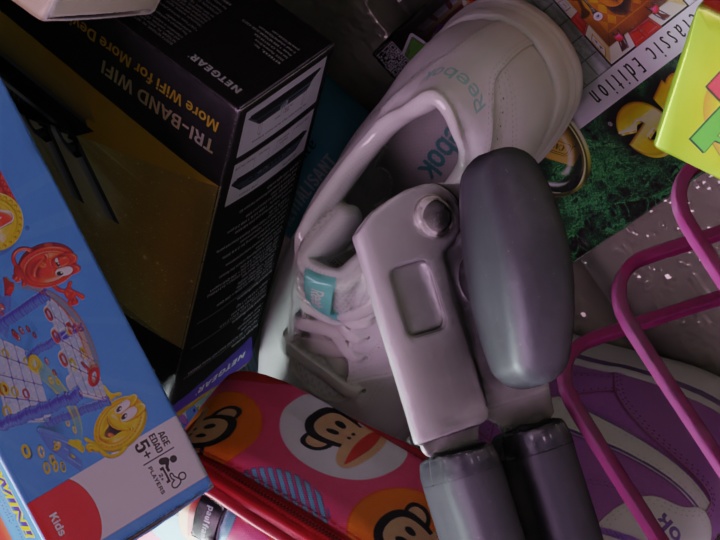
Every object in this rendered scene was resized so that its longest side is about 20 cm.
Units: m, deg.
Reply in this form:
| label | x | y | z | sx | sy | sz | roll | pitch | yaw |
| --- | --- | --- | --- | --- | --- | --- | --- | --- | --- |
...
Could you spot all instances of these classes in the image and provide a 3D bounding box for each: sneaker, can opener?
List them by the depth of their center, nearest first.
| label | x | y | z | sx | sy | sz | roll | pitch | yaw |
| --- | --- | --- | --- | --- | --- | --- | --- | --- | --- |
| can opener | 0.048 | 0.065 | 0.848 | 0.066 | 0.052 | 0.201 | -13 | 92 | 65 |
| sneaker | 0.000 | 0.000 | 0.928 | 0.075 | 0.088 | 0.201 | 33 | 124 | 13 |
| sneaker | 0.037 | 0.070 | 1.003 | 0.200 | 0.114 | 0.073 | 8 | 130 | 35 |

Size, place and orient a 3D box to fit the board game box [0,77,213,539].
| label | x | y | z | sx | sy | sz | roll | pitch | yaw |
| --- | --- | --- | --- | --- | --- | --- | --- | --- | --- |
| board game box | -0.146 | -0.002 | 0.895 | 0.201 | 0.056 | 0.196 | 63 | 158 | -7 |

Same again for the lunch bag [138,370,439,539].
| label | x | y | z | sx | sy | sz | roll | pitch | yaw |
| --- | --- | --- | --- | --- | --- | --- | --- | --- | --- |
| lunch bag | -0.003 | 0.147 | 0.957 | 0.176 | 0.082 | 0.201 | 28 | 136 | 19 |

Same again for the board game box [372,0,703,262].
| label | x | y | z | sx | sy | sz | roll | pitch | yaw |
| --- | --- | --- | --- | --- | --- | --- | --- | --- | --- |
| board game box | 0.094 | -0.083 | 0.899 | 0.105 | 0.023 | 0.200 | 45 | 139 | -5 |

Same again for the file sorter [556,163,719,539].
| label | x | y | z | sx | sy | sz | roll | pitch | yaw |
| --- | --- | --- | --- | --- | --- | --- | --- | --- | --- |
| file sorter | 0.163 | 0.005 | 0.812 | 0.126 | 0.138 | 0.200 | 57 | 145 | 23 |

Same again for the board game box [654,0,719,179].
| label | x | y | z | sx | sy | sz | roll | pitch | yaw |
| --- | --- | --- | --- | --- | --- | --- | --- | --- | --- |
| board game box | 0.167 | -0.078 | 0.708 | 0.101 | 0.200 | 0.048 | 28 | 137 | 16 |

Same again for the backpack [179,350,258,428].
| label | x | y | z | sx | sy | sz | roll | pitch | yaw |
| --- | --- | --- | --- | --- | --- | --- | --- | --- | --- |
| backpack | -0.129 | 0.058 | 1.090 | 0.199 | 0.153 | 0.177 | 14 | 131 | 27 |

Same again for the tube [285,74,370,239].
| label | x | y | z | sx | sy | sz | roll | pitch | yaw |
| --- | --- | --- | --- | --- | --- | --- | --- | --- | --- |
| tube | -0.044 | -0.063 | 1.008 | 0.200 | 0.050 | 0.078 | 41 | 113 | 7 |

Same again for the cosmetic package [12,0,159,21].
| label | x | y | z | sx | sy | sz | roll | pitch | yaw |
| --- | --- | --- | --- | --- | --- | --- | --- | --- | --- |
| cosmetic package | -0.133 | -0.171 | 0.852 | 0.200 | 0.073 | 0.104 | 34 | 109 | 17 |

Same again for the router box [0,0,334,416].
| label | x | y | z | sx | sy | sz | roll | pitch | yaw |
| --- | --- | --- | --- | --- | --- | --- | --- | --- | --- |
| router box | -0.112 | -0.065 | 0.953 | 0.200 | 0.052 | 0.158 | 37 | 139 | 19 |
